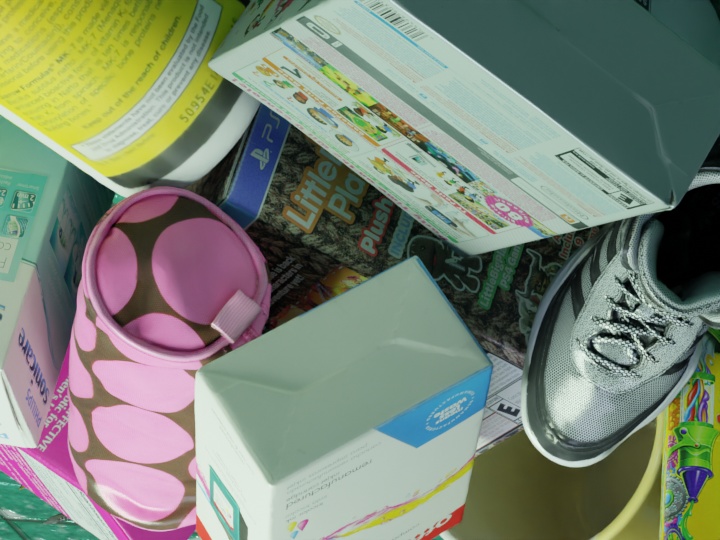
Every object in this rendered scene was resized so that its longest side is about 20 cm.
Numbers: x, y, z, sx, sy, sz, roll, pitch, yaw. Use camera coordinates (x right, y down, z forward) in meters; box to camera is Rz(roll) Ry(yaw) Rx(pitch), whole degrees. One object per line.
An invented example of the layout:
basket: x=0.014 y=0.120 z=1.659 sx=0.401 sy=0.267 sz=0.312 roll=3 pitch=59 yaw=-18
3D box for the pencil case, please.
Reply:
pencil case: x=-0.085 y=0.047 z=1.175 sx=0.094 sy=0.091 sz=0.200 roll=44 pitch=157 yaw=18

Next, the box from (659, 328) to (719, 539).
box: x=0.241 y=0.102 z=1.191 sx=0.199 sy=0.193 sz=0.122 roll=2 pitch=158 yaw=6

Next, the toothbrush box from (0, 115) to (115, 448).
toothbrush box: x=-0.202 y=-0.030 z=1.210 sx=0.146 sy=0.201 sz=0.085 roll=9 pitch=152 yaw=11

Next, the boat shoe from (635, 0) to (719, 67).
boat shoe: x=0.072 y=-0.125 z=1.053 sx=0.068 sy=0.072 sz=0.200 roll=-12 pitch=150 yaw=38

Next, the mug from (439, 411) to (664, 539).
mug: x=0.141 y=0.109 z=1.361 sx=0.186 sy=0.150 sz=0.153 roll=17 pitch=171 yaw=36

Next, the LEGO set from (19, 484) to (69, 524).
LEGO set: x=-0.099 y=0.134 z=1.550 sx=0.154 sy=0.116 sz=0.200 roll=30 pitch=148 yaw=-28

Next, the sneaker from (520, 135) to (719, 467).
sneaker: x=0.123 y=0.011 z=1.088 sx=0.075 sy=0.114 sz=0.200 roll=33 pitch=110 yaw=3

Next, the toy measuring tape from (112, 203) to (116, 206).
toy measuring tape: x=-0.095 y=0.013 z=1.382 sx=0.200 sy=0.074 sz=0.073 roll=30 pitch=148 yaw=-28

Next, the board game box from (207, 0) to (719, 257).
board game box: x=0.039 y=-0.078 z=1.022 sx=0.147 sy=0.064 sz=0.200 roll=37 pitch=163 yaw=-15

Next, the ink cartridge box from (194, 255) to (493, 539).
ink cartridge box: x=-0.011 y=0.091 z=1.163 sx=0.116 sy=0.067 sz=0.200 roll=-28 pitch=155 yaw=-17

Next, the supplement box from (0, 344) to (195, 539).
supplement box: x=-0.164 y=0.062 z=1.385 sx=0.200 sy=0.101 sz=0.103 roll=30 pitch=161 yaw=28

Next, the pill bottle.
pill bottle: x=-0.140 y=-0.125 z=1.099 sx=0.114 sy=0.115 sz=0.200 roll=-15 pitch=141 yaw=43

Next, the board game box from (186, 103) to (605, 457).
board game box: x=0.000 y=0.000 z=1.232 sx=0.199 sy=0.097 sz=0.159 roll=28 pitch=149 yaw=-17
